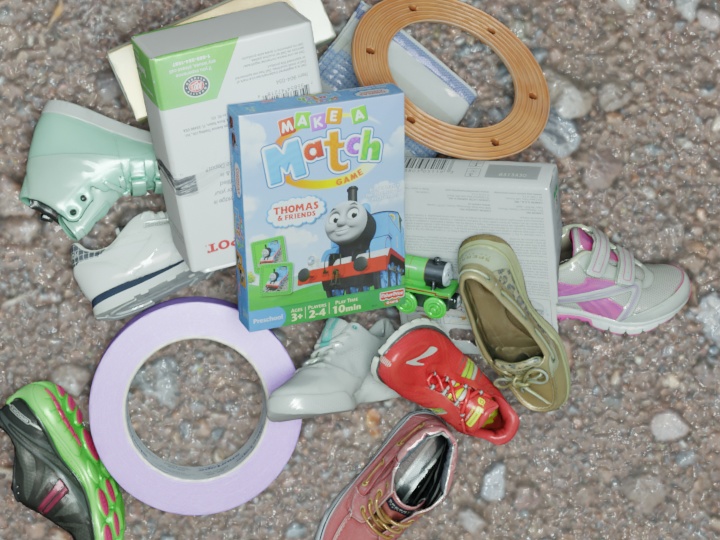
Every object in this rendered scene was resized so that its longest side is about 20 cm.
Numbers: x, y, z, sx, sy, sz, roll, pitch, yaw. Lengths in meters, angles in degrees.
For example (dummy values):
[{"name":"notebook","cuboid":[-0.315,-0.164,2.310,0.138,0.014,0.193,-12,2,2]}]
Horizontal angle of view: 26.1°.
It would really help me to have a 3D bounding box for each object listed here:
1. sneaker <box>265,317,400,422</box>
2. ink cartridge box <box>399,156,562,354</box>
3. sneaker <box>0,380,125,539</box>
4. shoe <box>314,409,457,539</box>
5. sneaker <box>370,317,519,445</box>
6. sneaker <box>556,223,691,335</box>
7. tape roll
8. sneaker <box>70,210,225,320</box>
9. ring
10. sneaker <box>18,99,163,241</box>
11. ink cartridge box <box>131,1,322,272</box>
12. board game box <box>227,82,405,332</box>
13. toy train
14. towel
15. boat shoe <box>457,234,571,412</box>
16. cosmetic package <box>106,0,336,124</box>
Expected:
[{"name":"sneaker","cuboid":[-0.026,0.088,1.446,0.075,0.200,0.089,-10,90,33]},{"name":"ink cartridge box","cuboid":[0.110,-0.011,1.459,0.160,0.050,0.201,4,129,18]},{"name":"sneaker","cuboid":[-0.283,0.203,1.469,0.083,0.077,0.201,-22,94,13]},{"name":"shoe","cuboid":[0.023,0.226,1.490,0.071,0.091,0.200,35,89,-8]},{"name":"sneaker","cuboid":[0.088,0.108,1.449,0.077,0.085,0.200,-54,137,4]},{"name":"sneaker","cuboid":[0.224,0.004,1.492,0.199,0.082,0.089,1,125,-8]},{"name":"tape roll","cuboid":[-0.156,0.127,1.475,0.199,0.066,0.201,-1,94,-8]},{"name":"sneaker","cuboid":[-0.173,-0.027,1.463,0.199,0.076,0.081,-24,76,-11]},{"name":"ring","cuboid":[0.084,-0.180,1.454,0.199,0.019,0.201,12,53,-16]},{"name":"sneaker","cuboid":[-0.214,-0.070,1.436,0.199,0.074,0.119,18,75,-2]},{"name":"ink cartridge box","cuboid":[-0.107,-0.117,1.365,0.145,0.084,0.201,-16,117,-15]},{"name":"board game box","cuboid":[-0.035,-0.054,1.352,0.151,0.037,0.201,-10,115,-18]},{"name":"toy train","cuboid":[0.000,0.000,1.457,0.199,0.042,0.057,10,119,19]},{"name":"towel","cuboid":[0.002,-0.139,1.484,0.147,0.024,0.200,37,81,-5]},{"name":"boat shoe","cuboid":[0.135,0.062,1.434,0.073,0.063,0.200,-15,120,28]},{"name":"cosmetic package","cuboid":[-0.129,-0.206,1.438,0.199,0.105,0.071,-24,97,-3]}]
